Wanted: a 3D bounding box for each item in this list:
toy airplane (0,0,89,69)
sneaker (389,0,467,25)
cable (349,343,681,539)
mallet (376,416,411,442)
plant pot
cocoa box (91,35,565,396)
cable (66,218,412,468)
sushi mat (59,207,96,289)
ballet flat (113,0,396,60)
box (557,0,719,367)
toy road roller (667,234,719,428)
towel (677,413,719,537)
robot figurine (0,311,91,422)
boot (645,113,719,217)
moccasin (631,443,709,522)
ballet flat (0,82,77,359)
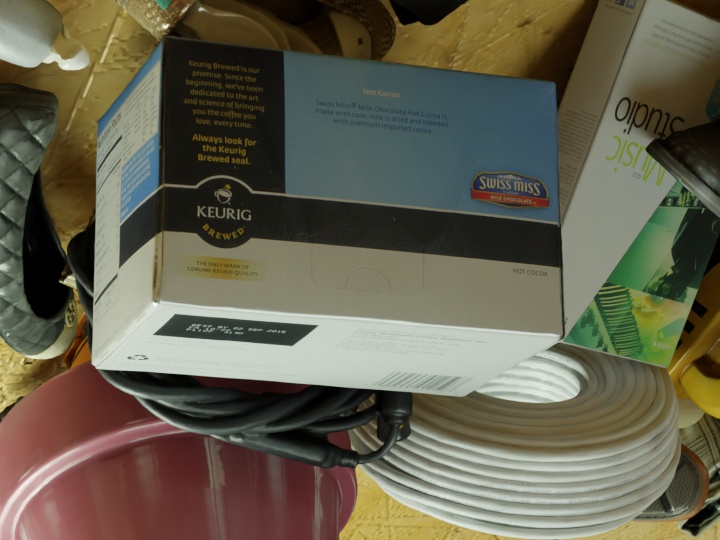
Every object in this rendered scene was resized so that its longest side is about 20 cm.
[{"bbox_3d":[-0.108,-0.172,1.059,0.199,0.141,0.200,-20,147,-14],"label":"toy airplane"},{"bbox_3d":[0.052,-0.162,1.281,0.104,0.060,0.200,-43,140,19],"label":"sneaker"},{"bbox_3d":[0.091,0.081,1.516,0.200,0.200,0.069,-21,127,-43],"label":"cable"},{"bbox_3d":[0.000,0.000,1.396,0.066,0.041,0.200,-6,107,-22],"label":"mallet"},{"bbox_3d":[-0.092,0.165,1.380,0.200,0.179,0.200,-9,145,-6],"label":"plant pot"},{"bbox_3d":[-0.018,-0.023,1.236,0.200,0.131,0.133,5,163,-19],"label":"cocoa box"},{"bbox_3d":[-0.053,0.008,1.311,0.200,0.163,0.051,18,169,-23],"label":"cable"},{"bbox_3d":[-0.066,-0.004,1.372,0.200,0.012,0.096,26,81,-41],"label":"sushi mat"},{"bbox_3d":[-0.044,-0.114,1.261,0.200,0.065,0.071,12,125,-48],"label":"ballet flat"},{"bbox_3d":[0.157,-0.050,1.451,0.144,0.036,0.200,14,100,-48],"label":"box"},{"bbox_3d":[0.223,0.053,1.624,0.123,0.146,0.200,3,136,-35],"label":"toy road roller"},{"bbox_3d":[0.278,0.079,1.707,0.193,0.200,0.035,-34,106,11],"label":"towel"},{"bbox_3d":[-0.122,0.066,1.458,0.145,0.058,0.200,0,137,-36],"label":"robot figurine"},{"bbox_3d":[0.253,-0.112,1.404,0.200,0.069,0.174,-8,137,-54],"label":"boot"},{"bbox_3d":[0.128,0.123,1.632,0.201,0.074,0.078,3,168,31],"label":"moccasin"},{"bbox_3d":[-0.165,-0.017,1.295,0.057,0.066,0.200,0,144,6],"label":"ballet flat"}]
